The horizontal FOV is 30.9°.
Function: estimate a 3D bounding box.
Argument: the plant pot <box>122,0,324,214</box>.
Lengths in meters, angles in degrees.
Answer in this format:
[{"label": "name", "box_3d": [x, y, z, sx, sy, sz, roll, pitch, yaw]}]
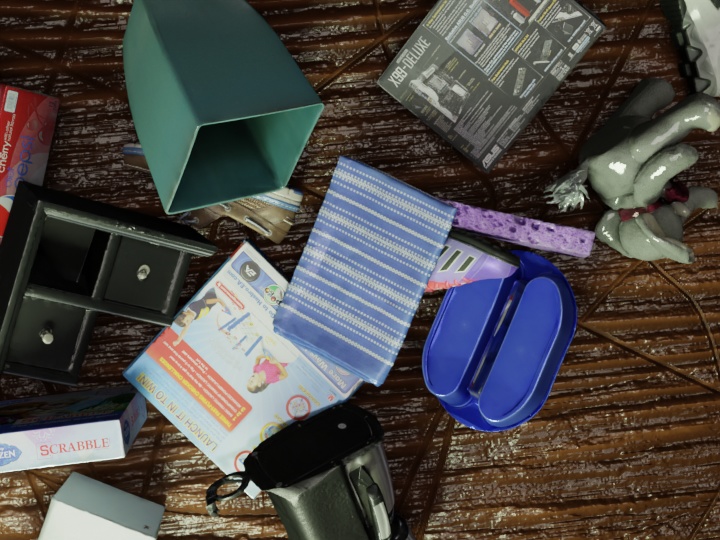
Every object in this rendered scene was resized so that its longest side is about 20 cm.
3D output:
[{"label": "plant pot", "box_3d": [-0.158, -0.189, 1.313, 0.140, 0.142, 0.202, -15, 64, -31]}]

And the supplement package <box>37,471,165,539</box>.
[{"label": "supplement package", "box_3d": [-0.299, 0.339, 1.389, 0.116, 0.117, 0.202, 22, 94, -4]}]

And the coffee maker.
[{"label": "coffee maker", "box_3d": [-0.040, 0.269, 1.372, 0.189, 0.135, 0.202, -16, 114, 6]}]

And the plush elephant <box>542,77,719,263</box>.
[{"label": "plush elephant", "box_3d": [0.309, -0.083, 1.373, 0.199, 0.165, 0.155, -40, 109, -5]}]

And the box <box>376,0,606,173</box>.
[{"label": "box", "box_3d": [0.136, -0.230, 1.378, 0.157, 0.050, 0.201, 37, 107, -4]}]

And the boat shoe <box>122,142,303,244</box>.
[{"label": "boat shoe", "box_3d": [-0.163, -0.081, 1.385, 0.197, 0.072, 0.073, 18, 94, -5]}]

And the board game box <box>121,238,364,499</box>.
[{"label": "board game box", "box_3d": [-0.119, 0.105, 1.411, 0.200, 0.056, 0.196, 44, 91, -6]}]

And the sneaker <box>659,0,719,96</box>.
[{"label": "sneaker", "box_3d": [0.375, -0.289, 1.402, 0.087, 0.074, 0.202, -19, 105, -2]}]

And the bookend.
[{"label": "bookend", "box_3d": [-0.279, 0.035, 1.347, 0.197, 0.092, 0.203, 15, 98, -30]}]

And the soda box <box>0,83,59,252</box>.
[{"label": "soda box", "box_3d": [-0.375, -0.092, 1.364, 0.063, 0.070, 0.203, 11, 94, -38]}]

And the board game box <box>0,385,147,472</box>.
[{"label": "board game box", "box_3d": [-0.328, 0.163, 1.332, 0.197, 0.200, 0.042, -7, 95, -3]}]

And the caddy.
[{"label": "caddy", "box_3d": [0.149, 0.074, 1.403, 0.140, 0.105, 0.202, 24, 91, 18]}]

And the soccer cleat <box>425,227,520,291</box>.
[{"label": "soccer cleat", "box_3d": [0.084, -0.004, 1.345, 0.068, 0.199, 0.074, 25, 82, -40]}]

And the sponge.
[{"label": "sponge", "box_3d": [0.140, -0.049, 1.386, 0.197, 0.112, 0.030, 13, 92, -4]}]

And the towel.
[{"label": "towel", "box_3d": [0.000, 0.000, 1.332, 0.144, 0.024, 0.202, 27, 100, 22]}]
